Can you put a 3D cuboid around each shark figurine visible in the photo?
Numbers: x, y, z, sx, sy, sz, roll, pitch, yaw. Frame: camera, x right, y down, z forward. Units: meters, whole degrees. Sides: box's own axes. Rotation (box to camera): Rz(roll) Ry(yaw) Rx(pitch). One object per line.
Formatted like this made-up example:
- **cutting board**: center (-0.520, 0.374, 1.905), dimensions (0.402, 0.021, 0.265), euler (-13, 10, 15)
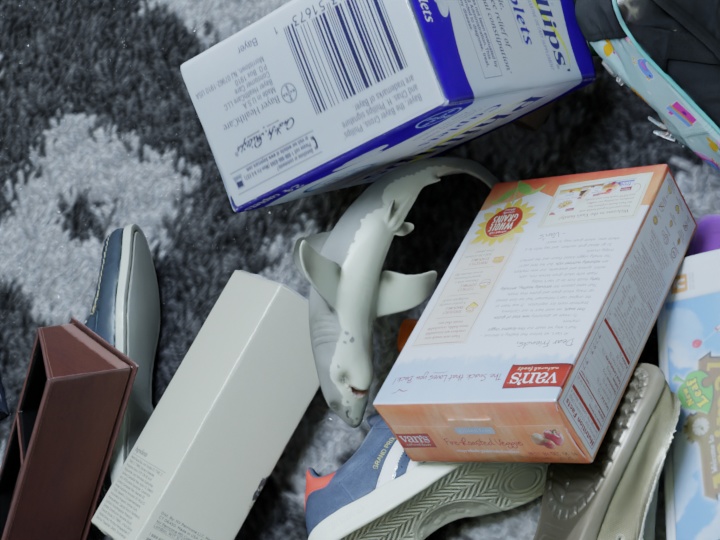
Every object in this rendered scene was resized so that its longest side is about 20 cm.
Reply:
- **shark figurine**: center (0.002, -0.023, 1.146), dimensions (0.089, 0.128, 0.215), euler (6, 56, 47)

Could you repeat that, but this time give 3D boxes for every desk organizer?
- **desk organizer**: center (-0.224, 0.139, 1.182), dimensions (0.071, 0.077, 0.202), euler (31, 112, 33)

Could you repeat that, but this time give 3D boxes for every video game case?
- **video game case**: center (0.258, 0.071, 1.020), dimensions (0.181, 0.022, 0.202), euler (-15, 62, 34)

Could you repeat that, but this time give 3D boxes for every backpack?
- **backpack**: center (0.248, -0.146, 1.078), dimensions (0.200, 0.153, 0.176), euler (44, 84, -4)

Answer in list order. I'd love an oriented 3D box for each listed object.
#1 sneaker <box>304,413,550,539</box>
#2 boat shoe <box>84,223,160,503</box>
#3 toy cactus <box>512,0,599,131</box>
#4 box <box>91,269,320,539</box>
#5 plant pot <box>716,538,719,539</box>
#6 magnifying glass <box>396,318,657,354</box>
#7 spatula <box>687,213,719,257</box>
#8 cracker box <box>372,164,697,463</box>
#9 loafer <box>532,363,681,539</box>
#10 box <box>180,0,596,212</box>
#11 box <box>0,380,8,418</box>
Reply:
- **sneaker**: center (0.050, 0.116, 1.117), dimensions (0.199, 0.075, 0.085), euler (-25, 46, 7)
- **boat shoe**: center (-0.179, 0.066, 1.248), dimensions (0.061, 0.075, 0.202), euler (-6, 77, 18)
- **toy cactus**: center (0.140, -0.178, 1.200), dimensions (0.199, 0.102, 0.166), euler (23, 89, 22)
- **box**: center (-0.094, 0.104, 1.175), dimensions (0.201, 0.068, 0.082), euler (-59, 28, -8)
- **plant pot**: center (0.231, 0.245, 0.909), dimensions (0.199, 0.200, 0.189), euler (-26, 46, 13)
- **magnifying glass**: center (0.117, 0.053, 1.143), dimensions (0.198, 0.022, 0.080), euler (5, 71, 26)
- **spatula**: center (0.225, 0.054, 1.087), dimensions (0.056, 0.021, 0.202), euler (-4, 67, 30)
- **cracker box**: center (0.110, 0.026, 1.076), dimensions (0.133, 0.058, 0.201), euler (-4, 41, 39)
- **loafer**: center (0.146, 0.154, 1.046), dimensions (0.202, 0.068, 0.076), euler (-67, 21, 1)
- **box**: center (0.022, -0.128, 1.123), dimensions (0.183, 0.199, 0.106), euler (-23, 87, 36)
- **box**: center (-0.377, 0.080, 1.349), dimensions (0.199, 0.051, 0.159), euler (-27, 60, 12)
